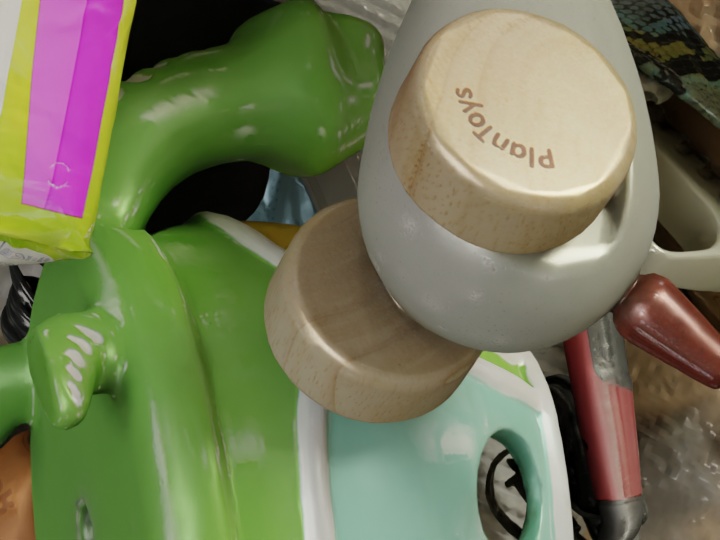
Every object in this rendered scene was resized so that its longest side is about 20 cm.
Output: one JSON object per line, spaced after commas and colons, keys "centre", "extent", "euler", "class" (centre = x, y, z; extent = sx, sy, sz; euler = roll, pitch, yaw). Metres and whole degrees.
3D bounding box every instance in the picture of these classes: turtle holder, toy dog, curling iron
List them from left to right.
{"centre": [-0.026, 0.044, 0.714], "extent": [0.141, 0.132, 0.186], "euler": [114, 146, -55], "class": "turtle holder"}
{"centre": [0.044, -0.020, 0.731], "extent": [0.050, 0.026, 0.200], "euler": [0, 100, 47], "class": "curling iron"}
{"centre": [0.058, -0.048, 0.651], "extent": [0.096, 0.132, 0.200], "euler": [28, 74, -8], "class": "toy dog"}

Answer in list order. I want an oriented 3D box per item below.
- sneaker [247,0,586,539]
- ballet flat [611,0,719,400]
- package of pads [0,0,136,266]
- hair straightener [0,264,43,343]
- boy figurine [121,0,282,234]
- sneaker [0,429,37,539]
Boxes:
{"centre": [0.000, 0.000, 0.817], "extent": [0.082, 0.074, 0.200], "euler": [-28, 81, 48], "class": "sneaker"}
{"centre": [0.100, 0.004, 0.753], "extent": [0.200, 0.074, 0.074], "euler": [45, 115, 18], "class": "ballet flat"}
{"centre": [-0.107, -0.076, 0.694], "extent": [0.200, 0.068, 0.155], "euler": [-176, 97, -67], "class": "package of pads"}
{"centre": [-0.090, 0.007, 0.859], "extent": [0.077, 0.041, 0.200], "euler": [-46, 71, 6], "class": "hair straightener"}
{"centre": [-0.093, -0.075, 0.809], "extent": [0.200, 0.064, 0.124], "euler": [40, 118, 51], "class": "boy figurine"}
{"centre": [-0.031, 0.114, 0.800], "extent": [0.200, 0.073, 0.085], "euler": [33, 99, -20], "class": "sneaker"}
